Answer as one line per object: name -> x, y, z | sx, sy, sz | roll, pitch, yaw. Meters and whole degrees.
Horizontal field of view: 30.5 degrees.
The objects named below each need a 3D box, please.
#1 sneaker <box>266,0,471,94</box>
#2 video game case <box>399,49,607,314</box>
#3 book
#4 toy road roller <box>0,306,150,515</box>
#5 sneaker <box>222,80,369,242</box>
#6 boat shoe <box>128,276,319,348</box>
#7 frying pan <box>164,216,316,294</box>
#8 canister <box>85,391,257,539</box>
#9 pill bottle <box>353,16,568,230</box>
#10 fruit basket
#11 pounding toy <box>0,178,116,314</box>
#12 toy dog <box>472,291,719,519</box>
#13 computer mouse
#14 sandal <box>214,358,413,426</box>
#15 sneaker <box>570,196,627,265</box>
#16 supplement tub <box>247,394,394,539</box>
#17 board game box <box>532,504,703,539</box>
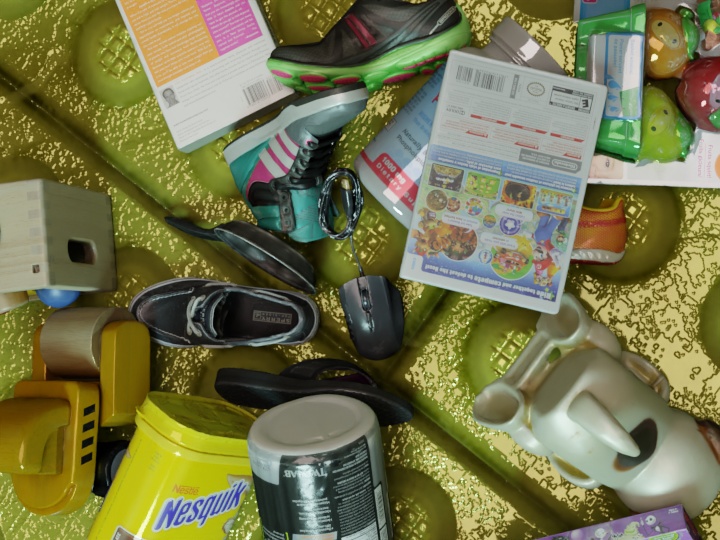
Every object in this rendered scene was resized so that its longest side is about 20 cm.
sneaker -> 0.006, -0.221, 1.266 | 0.197, 0.077, 0.085 | -13, 78, 0
video game case -> 0.123, -0.077, 1.142 | 0.141, 0.018, 0.203 | 13, 88, 1
book -> -0.159, -0.238, 1.318 | 0.132, 0.048, 0.202 | -24, 83, 9
toy road roller -> -0.291, 0.133, 1.267 | 0.122, 0.145, 0.203 | -3, 82, 36
sneaker -> -0.048, -0.092, 1.237 | 0.199, 0.083, 0.122 | -24, 86, 50
boat shoe -> -0.141, 0.044, 1.288 | 0.197, 0.068, 0.073 | 5, 89, 15
frying pan -> -0.107, -0.020, 1.288 | 0.115, 0.189, 0.031 | 38, 79, -31
canister -> -0.179, 0.227, 1.247 | 0.086, 0.148, 0.202 | 31, 99, 36
pill bottle -> 0.095, -0.132, 1.217 | 0.109, 0.109, 0.200 | 45, 99, 11
fruit basket -> 0.287, -0.168, 1.181 | 0.197, 0.094, 0.188 | 3, 88, 14
pounding toy -> -0.360, -0.003, 1.275 | 0.182, 0.200, 0.144 | -6, 86, 13
toy dog -> 0.232, 0.136, 1.144 | 0.199, 0.194, 0.140 | 37, 81, -21
computer mouse -> 0.000, 0.000, 1.227 | 0.058, 0.034, 0.202 | -12, 116, 8
sandal -> -0.044, 0.108, 1.264 | 0.198, 0.076, 0.048 | 8, 63, 15
sneaker -> 0.148, -0.044, 1.202 | 0.197, 0.073, 0.078 | 1, 88, -19
supplement tub -> -0.031, 0.227, 1.203 | 0.121, 0.123, 0.203 | -2, 111, 13
board game box -> 0.205, 0.264, 1.161 | 0.198, 0.120, 0.033 | -17, 52, 19
